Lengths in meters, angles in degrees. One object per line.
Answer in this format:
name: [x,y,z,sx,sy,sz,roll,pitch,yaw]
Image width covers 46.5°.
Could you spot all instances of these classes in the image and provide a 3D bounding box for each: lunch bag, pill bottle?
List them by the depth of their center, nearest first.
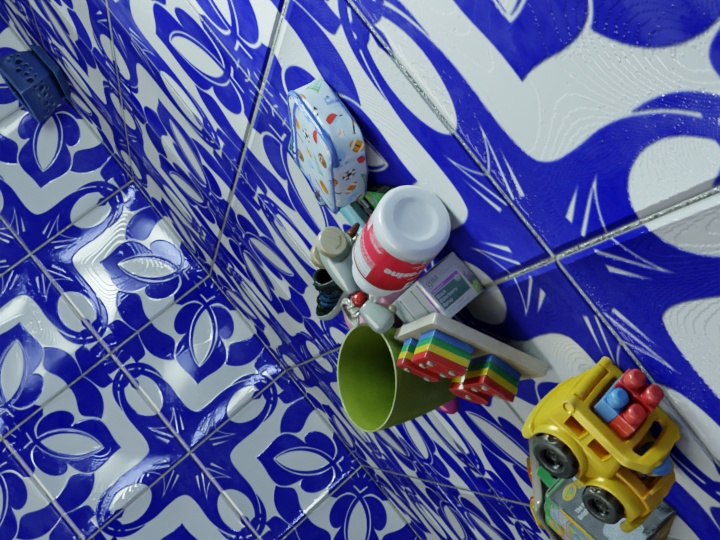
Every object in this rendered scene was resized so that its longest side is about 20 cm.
pill bottle: [0.052,-0.035,1.256,0.112,0.112,0.200,48,154,7]
lunch bag: [-0.057,-0.192,1.310,0.161,0.075,0.200,54,162,20]

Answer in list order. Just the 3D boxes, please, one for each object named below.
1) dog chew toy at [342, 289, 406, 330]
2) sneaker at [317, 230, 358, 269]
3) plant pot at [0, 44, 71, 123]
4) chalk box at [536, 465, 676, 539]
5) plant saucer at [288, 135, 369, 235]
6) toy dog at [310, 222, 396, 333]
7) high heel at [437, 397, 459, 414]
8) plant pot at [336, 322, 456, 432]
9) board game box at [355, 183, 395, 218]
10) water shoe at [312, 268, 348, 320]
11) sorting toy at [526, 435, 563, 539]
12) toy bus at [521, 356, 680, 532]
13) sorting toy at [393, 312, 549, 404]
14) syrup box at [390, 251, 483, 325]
dog chew toy: [0.040,0.055,1.537,0.125,0.124,0.200,49,155,5]
sneaker: [-0.036,-0.024,1.577,0.067,0.090,0.200,52,170,-4]
plant pot: [-1.218,-0.712,3.146,0.200,0.179,0.200,46,163,19]
chalk box: [0.368,0.369,1.312,0.200,0.124,0.124,41,161,34]
plant saucer: [-0.053,-0.149,1.440,0.200,0.019,0.070,50,164,3]
toy dog: [0.000,0.000,1.405,0.201,0.096,0.132,59,160,-19]
high heel: [0.131,0.200,1.687,0.201,0.067,0.096,59,178,21]
plant pot: [0.089,0.186,1.511,0.187,0.199,0.189,-1,89,56]
board game box: [0.029,-0.098,1.395,0.105,0.023,0.200,60,162,-22]
water shoe: [-0.055,0.022,1.543,0.078,0.072,0.200,20,143,-16]
sorting toy: [0.336,0.416,1.477,0.201,0.036,0.186,60,-160,-23]
toy bus: [0.339,0.212,1.079,0.200,0.135,0.192,45,147,11]
sorting toy: [0.162,0.151,1.330,0.197,0.070,0.200,25,163,-9]
syrup box: [0.120,0.045,1.356,0.082,0.079,0.200,50,164,3]
